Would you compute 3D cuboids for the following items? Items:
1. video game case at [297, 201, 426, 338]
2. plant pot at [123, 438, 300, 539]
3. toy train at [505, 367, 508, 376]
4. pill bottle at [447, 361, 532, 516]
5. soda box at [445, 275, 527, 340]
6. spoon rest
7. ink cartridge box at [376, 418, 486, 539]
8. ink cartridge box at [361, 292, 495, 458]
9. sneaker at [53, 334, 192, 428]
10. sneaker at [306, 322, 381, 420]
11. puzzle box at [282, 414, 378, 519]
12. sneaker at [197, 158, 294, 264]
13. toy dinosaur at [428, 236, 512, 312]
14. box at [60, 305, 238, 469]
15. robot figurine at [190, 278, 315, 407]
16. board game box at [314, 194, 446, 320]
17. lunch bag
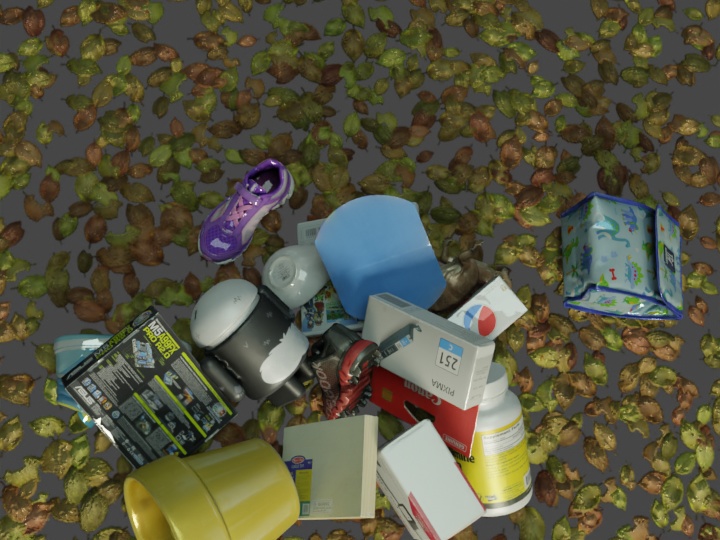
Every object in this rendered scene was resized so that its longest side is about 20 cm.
[{"bbox_3d":[0.000,0.000,1.439,0.198,0.022,0.184,-9,73,18],"label":"video game case"},{"bbox_3d":[-0.192,0.327,1.275,0.188,0.201,0.202,-22,78,-31],"label":"plant pot"},{"bbox_3d":[0.138,0.141,1.454,0.150,0.056,0.201,-33,87,2],"label":"toy train"},{"bbox_3d":[0.180,0.239,1.354,0.111,0.112,0.202,-15,107,-13],"label":"pill bottle"},{"bbox_3d":[0.149,0.096,1.395,0.200,0.064,0.068,-40,87,1],"label":"soda box"},{"bbox_3d":[-0.067,-0.013,1.429,0.199,0.060,0.100,-30,66,20],"label":"spoon rest"},{"bbox_3d":[0.084,0.297,1.318,0.083,0.200,0.146,-32,81,-14],"label":"ink cartridge box"},{"bbox_3d":[0.082,0.147,1.314,0.045,0.199,0.178,-10,116,-46],"label":"ink cartridge box"},{"bbox_3d":[-0.342,0.160,1.353,0.198,0.080,0.132,-1,71,0],"label":"sneaker"},{"bbox_3d":[-0.031,0.148,1.355,0.098,0.201,0.071,39,55,21],"label":"sneaker"},{"bbox_3d":[-0.047,0.276,1.309,0.025,0.199,0.134,14,70,-35],"label":"puzzle box"},{"bbox_3d":[-0.177,-0.100,1.452,0.080,0.089,0.201,38,72,2],"label":"sneaker"},{"bbox_3d":[0.145,0.026,1.476,0.198,0.086,0.137,-20,108,0],"label":"toy dinosaur"},{"bbox_3d":[-0.291,0.176,1.316,0.160,0.044,0.201,-41,115,-14],"label":"box"},{"bbox_3d":[-0.156,0.106,1.363,0.125,0.150,0.200,-41,105,7],"label":"robot figurine"},{"bbox_3d":[0.030,-0.020,1.362,0.157,0.039,0.201,-18,111,16],"label":"board game box"},{"bbox_3d":[0.433,-0.017,1.517,0.198,0.127,0.172,12,69,-19],"label":"lunch bag"}]
